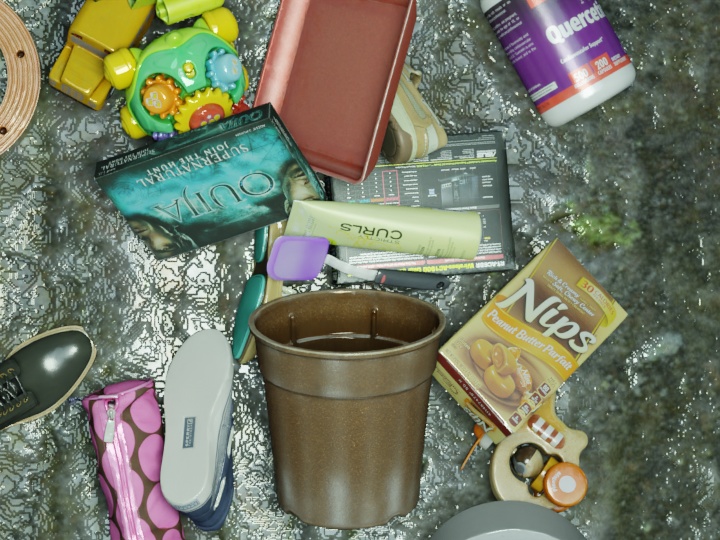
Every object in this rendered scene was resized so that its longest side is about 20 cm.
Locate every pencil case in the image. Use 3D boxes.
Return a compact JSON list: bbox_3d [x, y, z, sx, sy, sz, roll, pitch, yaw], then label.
[{"bbox_3d":[-0.235,0.216,1.599,0.090,0.094,0.201,-14,91,-7],"label":"pencil case"}]

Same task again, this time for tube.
[{"bbox_3d":[0.023,-0.043,1.592,0.198,0.052,0.058,6,111,-10],"label":"tube"}]

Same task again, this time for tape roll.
[{"bbox_3d":[0.155,0.345,1.624,0.199,0.066,0.202,1,109,2],"label":"tape roll"}]

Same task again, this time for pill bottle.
[{"bbox_3d":[0.202,-0.263,1.657,0.112,0.112,0.201,-30,92,-7],"label":"pill bottle"}]

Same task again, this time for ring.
[{"bbox_3d":[-0.435,-0.203,1.624,0.199,0.019,0.202,0,89,-7],"label":"ring"}]

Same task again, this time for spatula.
[{"bbox_3d":[0.000,0.000,1.600,0.199,0.021,0.057,11,123,-16],"label":"spatula"}]

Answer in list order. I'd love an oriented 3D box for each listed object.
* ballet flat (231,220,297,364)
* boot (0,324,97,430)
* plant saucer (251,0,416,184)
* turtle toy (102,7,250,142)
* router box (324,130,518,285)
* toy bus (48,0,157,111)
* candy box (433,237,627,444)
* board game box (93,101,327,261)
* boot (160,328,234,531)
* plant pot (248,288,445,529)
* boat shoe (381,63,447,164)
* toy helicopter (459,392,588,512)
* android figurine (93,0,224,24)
[{"bbox_3d":[-0.088,0.003,1.640,0.063,0.069,0.202,11,88,-20],"label":"ballet flat"},{"bbox_3d":[-0.357,0.127,1.564,0.200,0.138,0.078,-37,92,-8],"label":"boot"},{"bbox_3d":[-0.025,-0.202,1.596,0.037,0.199,0.201,10,98,-43],"label":"plant saucer"},{"bbox_3d":[-0.170,-0.166,1.587,0.145,0.201,0.101,-26,54,-12],"label":"turtle toy"},{"bbox_3d":[0.062,-0.066,1.659,0.198,0.062,0.151,-4,89,-7],"label":"router box"},{"bbox_3d":[-0.250,-0.269,1.609,0.065,0.078,0.201,28,70,-5],"label":"toy bus"},{"bbox_3d":[0.176,0.073,1.638,0.116,0.055,0.200,47,64,2],"label":"candy box"},{"bbox_3d":[-0.150,-0.086,1.573,0.199,0.028,0.136,-17,134,18],"label":"board game box"},{"bbox_3d":[-0.164,0.168,1.627,0.072,0.090,0.201,0,61,16],"label":"boot"},{"bbox_3d":[-0.014,0.142,1.576,0.199,0.200,0.200,-2,108,-7],"label":"plant pot"},{"bbox_3d":[0.029,-0.197,1.637,0.076,0.072,0.201,-14,63,-23],"label":"boat shoe"},{"bbox_3d":[0.182,0.161,1.674,0.131,0.079,0.201,9,76,0],"label":"toy helicopter"},{"bbox_3d":[-0.196,-0.343,1.579,0.199,0.041,0.183,-20,87,-22],"label":"android figurine"}]
